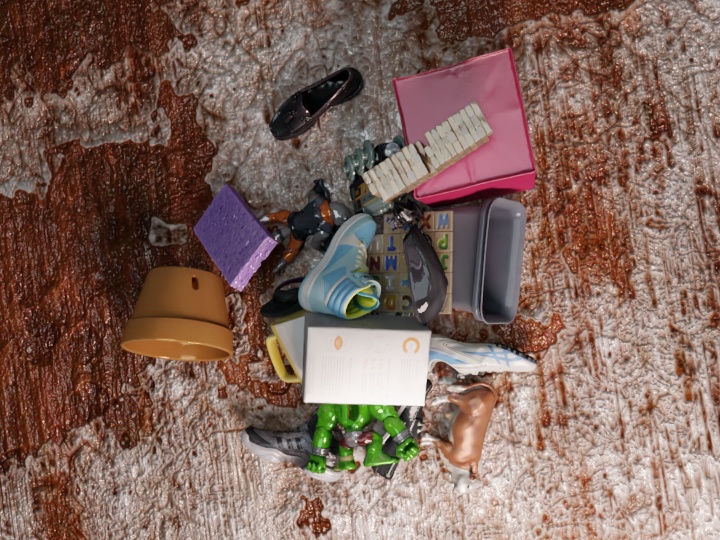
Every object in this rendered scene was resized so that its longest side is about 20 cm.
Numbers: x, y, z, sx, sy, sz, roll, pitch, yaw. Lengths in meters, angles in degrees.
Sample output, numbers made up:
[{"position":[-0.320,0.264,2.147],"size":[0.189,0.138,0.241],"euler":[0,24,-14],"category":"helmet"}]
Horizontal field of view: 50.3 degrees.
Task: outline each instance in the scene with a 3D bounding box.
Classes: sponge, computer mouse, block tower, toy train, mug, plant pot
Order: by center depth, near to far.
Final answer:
[{"position":[0.102,-0.172,1.148],"size":[0.198,0.058,0.055],"euler":[-32,83,13],"category":"block tower"},{"position":[0.102,-0.015,1.213],"size":[0.052,0.138,0.203],"euler":[-10,95,15],"category":"computer mouse"},{"position":[0.031,-0.155,1.303],"size":[0.084,0.200,0.116],"euler":[-12,89,-18],"category":"toy train"},{"position":[-0.070,0.141,1.368],"size":[0.148,0.186,0.155],"euler":[-22,95,-20],"category":"mug"},{"position":[-0.231,-0.063,1.385],"size":[0.112,0.030,0.200],"euler":[-52,45,10],"category":"sponge"},{"position":[-0.325,0.078,1.389],"size":[0.197,0.200,0.142],"euler":[-2,74,13],"category":"plant pot"}]

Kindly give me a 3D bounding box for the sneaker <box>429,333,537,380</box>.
[{"position":[0.203,0.156,1.318],"size":[0.197,0.072,0.074],"euler":[6,86,17],"category":"sneaker"}]

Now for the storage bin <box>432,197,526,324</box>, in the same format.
[{"position":[0.192,-0.020,1.299],"size":[0.133,0.144,0.204],"euler":[7,92,40],"category":"storage bin"}]

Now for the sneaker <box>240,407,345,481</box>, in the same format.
[{"position":[-0.113,0.297,1.393],"size":[0.197,0.075,0.115],"euler":[20,94,6],"category":"sneaker"}]

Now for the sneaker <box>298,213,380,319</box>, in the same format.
[{"position":[0.000,0.000,1.265],"size":[0.129,0.080,0.201],"euler":[19,65,34],"category":"sneaker"}]

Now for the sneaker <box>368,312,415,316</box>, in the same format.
[{"position":[0.051,0.009,1.351],"size":[0.114,0.076,0.204],"euler":[13,95,11],"category":"sneaker"}]

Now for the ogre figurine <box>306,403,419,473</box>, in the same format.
[{"position":[-0.002,0.273,1.302],"size":[0.198,0.097,0.122],"euler":[-19,73,41],"category":"ogre figurine"}]

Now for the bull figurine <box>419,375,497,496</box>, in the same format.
[{"position":[0.170,0.284,1.328],"size":[0.120,0.065,0.203],"euler":[16,93,9],"category":"bull figurine"}]

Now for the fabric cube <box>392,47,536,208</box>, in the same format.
[{"position":[0.175,-0.221,1.259],"size":[0.197,0.199,0.200],"euler":[-11,89,13],"category":"fabric cube"}]

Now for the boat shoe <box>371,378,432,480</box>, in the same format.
[{"position":[0.080,0.277,1.350],"size":[0.060,0.076,0.202],"euler":[34,109,11],"category":"boat shoe"}]

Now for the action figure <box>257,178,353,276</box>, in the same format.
[{"position":[-0.093,-0.055,1.373],"size":[0.192,0.104,0.203],"euler":[-26,82,22],"category":"action figure"}]

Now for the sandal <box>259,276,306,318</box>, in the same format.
[{"position":[-0.103,0.035,1.369],"size":[0.198,0.076,0.048],"euler":[-18,114,30],"category":"sandal"}]

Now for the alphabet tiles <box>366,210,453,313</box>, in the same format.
[{"position":[0.067,-0.013,1.304],"size":[0.197,0.008,0.170],"euler":[-1,86,33],"category":"alphabet tiles"}]

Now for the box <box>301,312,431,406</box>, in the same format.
[{"position":[0.006,0.142,1.244],"size":[0.196,0.098,0.127],"euler":[3,100,-7],"category":"box"}]

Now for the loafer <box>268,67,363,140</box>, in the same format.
[{"position":[-0.088,-0.308,1.389],"size":[0.198,0.063,0.073],"euler":[-31,83,11],"category":"loafer"}]
